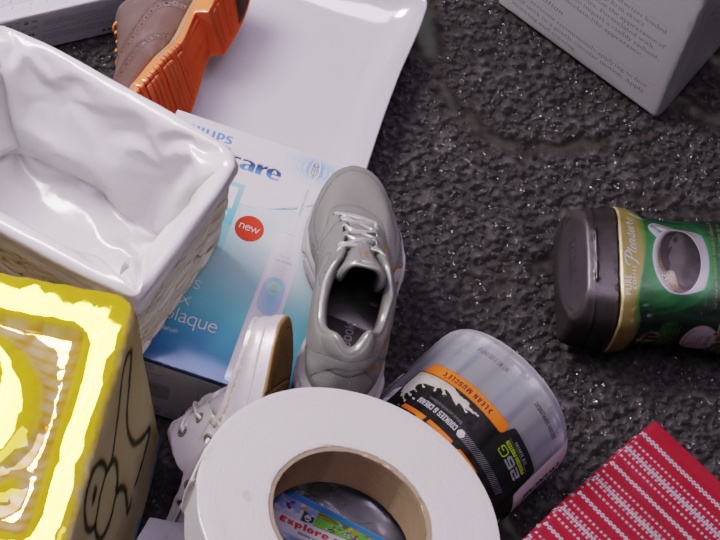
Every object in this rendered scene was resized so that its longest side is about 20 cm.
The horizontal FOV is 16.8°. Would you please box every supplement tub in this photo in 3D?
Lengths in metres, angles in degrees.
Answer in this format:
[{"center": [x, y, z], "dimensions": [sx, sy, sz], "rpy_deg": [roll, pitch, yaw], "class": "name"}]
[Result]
[{"center": [0.037, 0.143, 1.659], "dimensions": [0.122, 0.123, 0.200], "rpy_deg": [42, 64, 14], "class": "supplement tub"}]

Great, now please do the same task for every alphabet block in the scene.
[{"center": [-0.248, 0.128, 1.564], "dimensions": [0.195, 0.200, 0.196], "rpy_deg": [9, 60, 6], "class": "alphabet block"}]

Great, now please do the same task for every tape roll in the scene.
[{"center": [-0.012, 0.163, 1.521], "dimensions": [0.201, 0.037, 0.204], "rpy_deg": [11, 47, -12], "class": "tape roll"}]

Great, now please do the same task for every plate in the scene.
[{"center": [-0.070, -0.157, 1.856], "dimensions": [0.199, 0.032, 0.200], "rpy_deg": [19, 61, 1], "class": "plate"}]

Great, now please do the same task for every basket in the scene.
[{"center": [-0.197, -0.046, 1.630], "dimensions": [0.199, 0.124, 0.136], "rpy_deg": [28, 62, 11], "class": "basket"}]

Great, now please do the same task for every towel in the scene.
[{"center": [0.203, 0.199, 1.679], "dimensions": [0.145, 0.023, 0.200], "rpy_deg": [43, 45, 13], "class": "towel"}]

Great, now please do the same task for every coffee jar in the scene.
[{"center": [0.239, 0.011, 1.784], "dimensions": [0.199, 0.085, 0.105], "rpy_deg": [4, 64, -8], "class": "coffee jar"}]

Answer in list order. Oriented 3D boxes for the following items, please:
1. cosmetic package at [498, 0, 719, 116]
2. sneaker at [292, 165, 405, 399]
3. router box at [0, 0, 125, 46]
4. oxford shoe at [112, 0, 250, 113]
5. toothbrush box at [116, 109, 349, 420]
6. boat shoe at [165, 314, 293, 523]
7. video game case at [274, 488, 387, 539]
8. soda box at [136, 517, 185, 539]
[{"center": [0.230, -0.264, 1.865], "dimensions": [0.165, 0.200, 0.165], "rpy_deg": [38, 63, 11], "class": "cosmetic package"}, {"center": [0.000, 0.000, 1.649], "dimensions": [0.075, 0.092, 0.201], "rpy_deg": [8, 53, -8], "class": "sneaker"}, {"center": [-0.281, -0.252, 1.863], "dimensions": [0.199, 0.049, 0.180], "rpy_deg": [-14, 65, -16], "class": "router box"}, {"center": [-0.155, -0.154, 1.795], "dimensions": [0.073, 0.072, 0.200], "rpy_deg": [17, 53, 22], "class": "oxford shoe"}, {"center": [-0.096, 0.006, 1.734], "dimensions": [0.146, 0.085, 0.201], "rpy_deg": [19, 59, 1], "class": "toothbrush box"}, {"center": [-0.098, 0.116, 1.628], "dimensions": [0.069, 0.201, 0.071], "rpy_deg": [21, 17, 12], "class": "boat shoe"}, {"center": [-0.030, 0.230, 1.496], "dimensions": [0.142, 0.018, 0.200], "rpy_deg": [26, 43, 8], "class": "video game case"}, {"center": [-0.136, 0.242, 1.541], "dimensions": [0.068, 0.064, 0.200], "rpy_deg": [9, 33, 13], "class": "soda box"}]
